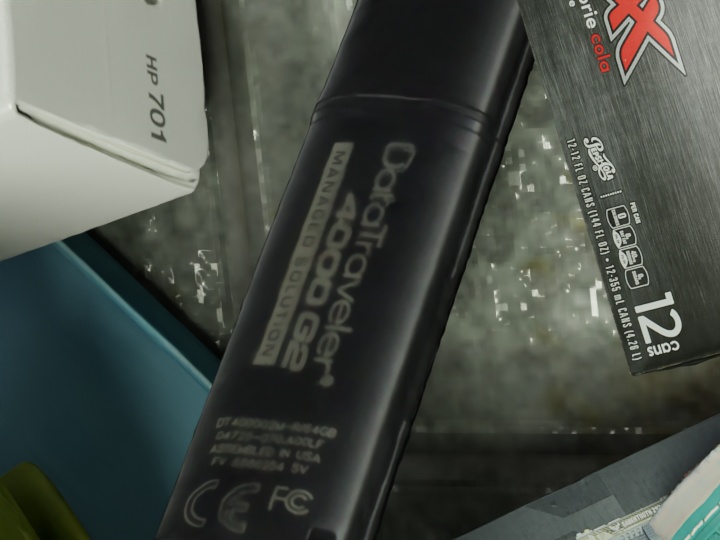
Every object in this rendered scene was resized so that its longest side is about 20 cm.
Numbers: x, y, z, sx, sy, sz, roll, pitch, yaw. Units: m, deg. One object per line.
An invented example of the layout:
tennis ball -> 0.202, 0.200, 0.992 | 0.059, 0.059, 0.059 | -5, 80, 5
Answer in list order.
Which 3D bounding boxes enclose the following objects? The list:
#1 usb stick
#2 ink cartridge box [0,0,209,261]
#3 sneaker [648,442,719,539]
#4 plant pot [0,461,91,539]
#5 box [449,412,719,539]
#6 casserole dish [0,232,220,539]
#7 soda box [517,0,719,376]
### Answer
usb stick -> 0.000, 0.000, 0.725 | 0.055, 0.200, 0.033 | 6, 145, 21
ink cartridge box -> -0.151, -0.071, 0.810 | 0.200, 0.086, 0.147 | -19, 67, 31
sneaker -> 0.165, 0.031, 0.675 | 0.200, 0.071, 0.080 | -34, 84, 14
plant pot -> -0.150, 0.122, 0.717 | 0.199, 0.181, 0.200 | -43, 43, 1
box -> 0.078, 0.150, 0.700 | 0.200, 0.158, 0.051 | 59, 156, 17
casserole dish -> -0.091, 0.049, 0.855 | 0.200, 0.039, 0.121 | 42, 116, 14
soda box -> 0.078, -0.080, 0.715 | 0.063, 0.071, 0.200 | -15, 93, 31
